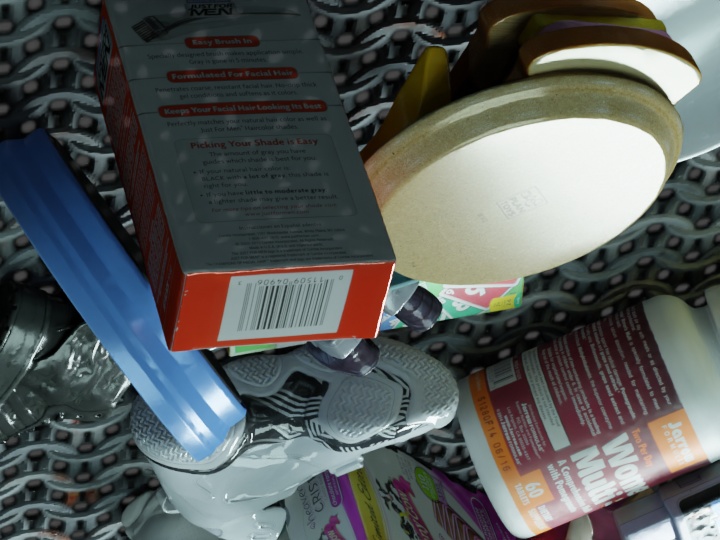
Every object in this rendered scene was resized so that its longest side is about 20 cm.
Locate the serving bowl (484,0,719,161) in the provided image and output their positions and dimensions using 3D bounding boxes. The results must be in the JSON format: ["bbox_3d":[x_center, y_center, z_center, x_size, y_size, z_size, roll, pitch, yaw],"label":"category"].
[{"bbox_3d":[0.153,-0.142,1.570,0.200,0.066,0.200,-10,142,-8],"label":"serving bowl"}]

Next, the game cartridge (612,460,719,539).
[{"bbox_3d":[0.266,0.160,1.847,0.200,0.038,0.130,-23,136,-2],"label":"game cartridge"}]

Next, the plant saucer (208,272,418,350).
[{"bbox_3d":[-0.016,-0.015,1.576,0.200,0.019,0.070,-18,111,-43],"label":"plant saucer"}]

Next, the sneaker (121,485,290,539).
[{"bbox_3d":[-0.061,0.196,1.897,0.200,0.080,0.070,10,133,-33],"label":"sneaker"}]

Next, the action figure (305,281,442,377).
[{"bbox_3d":[-0.040,-0.016,1.616,0.130,0.069,0.200,-46,135,-3],"label":"action figure"}]

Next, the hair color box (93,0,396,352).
[{"bbox_3d":[-0.062,-0.054,1.486,0.111,0.200,0.064,-3,139,-17],"label":"hair color box"}]

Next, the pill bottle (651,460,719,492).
[{"bbox_3d":[0.241,0.168,1.949,0.200,0.113,0.113,-33,140,19],"label":"pill bottle"}]

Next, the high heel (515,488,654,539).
[{"bbox_3d":[0.099,0.187,1.869,0.096,0.200,0.067,7,128,40],"label":"high heel"}]

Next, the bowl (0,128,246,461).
[{"bbox_3d":[-0.128,0.009,1.548,0.039,0.201,0.201,-36,141,-2],"label":"bowl"}]

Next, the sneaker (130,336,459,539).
[{"bbox_3d":[-0.039,0.106,1.800,0.200,0.075,0.115,-8,142,-4],"label":"sneaker"}]

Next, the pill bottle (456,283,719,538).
[{"bbox_3d":[0.167,0.081,1.816,0.200,0.110,0.110,-23,142,8],"label":"pill bottle"}]

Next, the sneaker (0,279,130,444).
[{"bbox_3d":[-0.184,0.068,1.706,0.104,0.060,0.200,14,129,-28],"label":"sneaker"}]

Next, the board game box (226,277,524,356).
[{"bbox_3d":[0.000,0.000,1.722,0.200,0.030,0.096,-8,141,-8],"label":"board game box"}]

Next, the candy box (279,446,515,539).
[{"bbox_3d":[0.039,0.191,1.881,0.061,0.137,0.200,-37,139,23],"label":"candy box"}]

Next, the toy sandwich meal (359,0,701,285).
[{"bbox_3d":[0.078,-0.068,1.532,0.205,0.070,0.205,-12,151,-7],"label":"toy sandwich meal"}]
